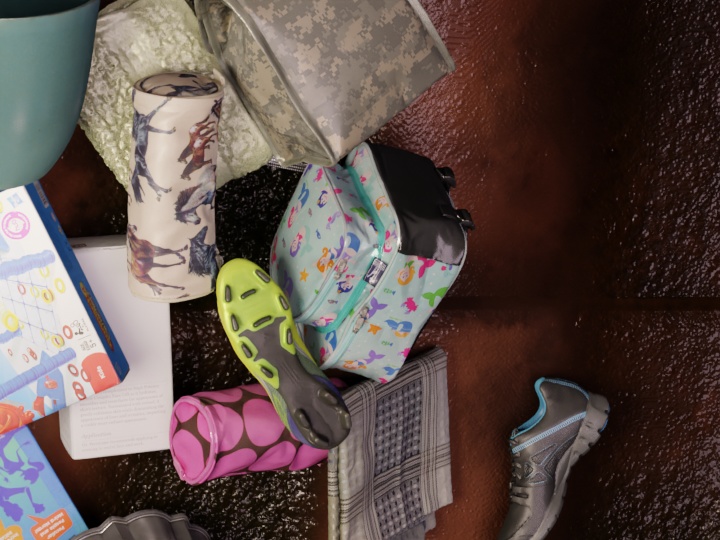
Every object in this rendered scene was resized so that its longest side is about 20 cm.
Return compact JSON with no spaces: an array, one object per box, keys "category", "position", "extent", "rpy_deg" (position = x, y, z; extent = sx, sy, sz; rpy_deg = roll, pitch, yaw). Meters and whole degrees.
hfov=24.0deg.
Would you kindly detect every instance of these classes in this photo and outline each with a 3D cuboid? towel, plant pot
[{"category":"towel","position":[-0.179,-0.148,1.516],"extent":[0.148,0.036,0.200],"rpy_deg":[-34,111,-9]},{"category":"plant pot","position":[-0.317,-0.161,1.393],"extent":[0.201,0.201,0.161],"rpy_deg":[-3,117,-20]},{"category":"towel","position":[0.032,0.193,1.662],"extent":[0.193,0.035,0.200],"rpy_deg":[-20,115,-54]}]

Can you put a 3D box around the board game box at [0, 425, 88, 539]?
[{"category":"board game box","position":[-0.339,0.250,1.584],"extent":[0.152,0.045,0.200],"rpy_deg":[-31,112,-12]}]

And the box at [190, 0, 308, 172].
[{"category":"box","position":[-0.109,-0.184,1.576],"extent":[0.200,0.044,0.160],"rpy_deg":[10,99,-22]}]

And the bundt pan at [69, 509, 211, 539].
[{"category":"bundt pan","position":[-0.212,0.327,1.594],"extent":[0.202,0.076,0.202],"rpy_deg":[-17,128,-23]}]

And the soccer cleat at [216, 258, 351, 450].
[{"category":"soccer cleat","position":[-0.078,0.077,1.524],"extent":[0.065,0.084,0.200],"rpy_deg":[-35,108,-15]}]

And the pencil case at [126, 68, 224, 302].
[{"category":"pencil case","position":[-0.159,-0.075,1.479],"extent":[0.089,0.078,0.200],"rpy_deg":[-10,111,-37]}]

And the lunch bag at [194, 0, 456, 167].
[{"category":"lunch bag","position":[-0.042,-0.215,1.496],"extent":[0.164,0.118,0.200],"rpy_deg":[-40,112,-23]}]

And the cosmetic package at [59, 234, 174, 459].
[{"category":"cosmetic package","position":[-0.231,0.069,1.572],"extent":[0.102,0.074,0.200],"rpy_deg":[-4,101,-20]}]

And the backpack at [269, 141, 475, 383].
[{"category":"backpack","position":[0.000,0.000,1.579],"extent":[0.151,0.178,0.200],"rpy_deg":[7,124,-21]}]

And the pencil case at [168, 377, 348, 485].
[{"category":"pencil case","position":[-0.092,0.155,1.600],"extent":[0.200,0.091,0.094],"rpy_deg":[0,135,-44]}]

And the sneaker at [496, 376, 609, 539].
[{"category":"sneaker","position":[0.181,0.206,1.764],"extent":[0.082,0.073,0.200],"rpy_deg":[27,86,-7]}]

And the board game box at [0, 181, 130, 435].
[{"category":"board game box","position":[-0.336,0.044,1.490],"extent":[0.196,0.056,0.200],"rpy_deg":[-24,101,5]}]
